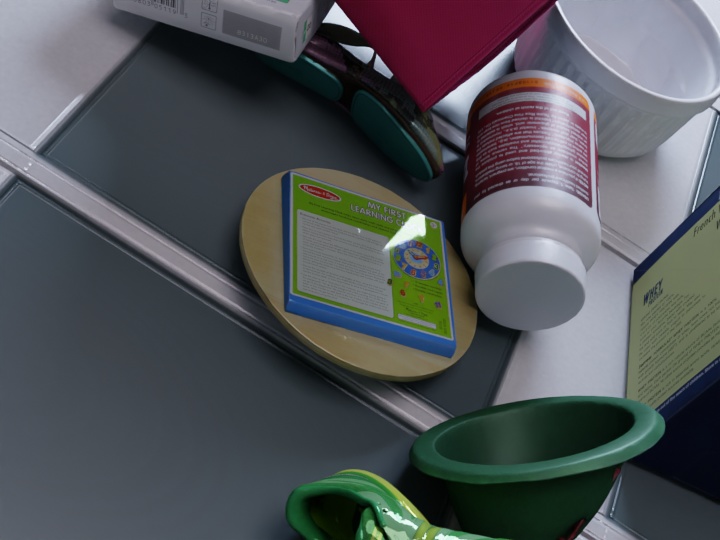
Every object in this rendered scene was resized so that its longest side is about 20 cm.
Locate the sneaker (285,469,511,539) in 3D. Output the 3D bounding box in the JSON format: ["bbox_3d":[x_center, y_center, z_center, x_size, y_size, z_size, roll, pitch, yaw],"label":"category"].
[{"bbox_3d":[0.031,0.178,0.681,0.199,0.075,0.083,17,5,40],"label":"sneaker"}]

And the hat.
[{"bbox_3d":[0.119,0.196,0.787,0.198,0.166,0.178,-11,98,-15],"label":"hat"}]

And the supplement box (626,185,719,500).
[{"bbox_3d":[0.318,0.044,0.903,0.133,0.200,0.201,25,47,-11],"label":"supplement box"}]

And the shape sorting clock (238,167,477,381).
[{"bbox_3d":[0.000,0.000,0.873,0.198,0.039,0.201,18,47,-20],"label":"shape sorting clock"}]

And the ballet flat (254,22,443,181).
[{"bbox_3d":[0.003,-0.159,0.971,0.199,0.069,0.071,37,67,5],"label":"ballet flat"}]

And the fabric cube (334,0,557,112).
[{"bbox_3d":[0.079,-0.281,0.939,0.200,0.196,0.200,49,26,-1],"label":"fabric cube"}]

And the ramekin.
[{"bbox_3d":[0.242,-0.202,1.111,0.198,0.105,0.202,14,51,-18],"label":"ramekin"}]

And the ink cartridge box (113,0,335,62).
[{"bbox_3d":[-0.094,-0.261,0.972,0.159,0.050,0.201,18,44,7],"label":"ink cartridge box"}]

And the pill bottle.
[{"bbox_3d":[0.138,-0.057,0.941,0.112,0.113,0.201,19,49,-14],"label":"pill bottle"}]
